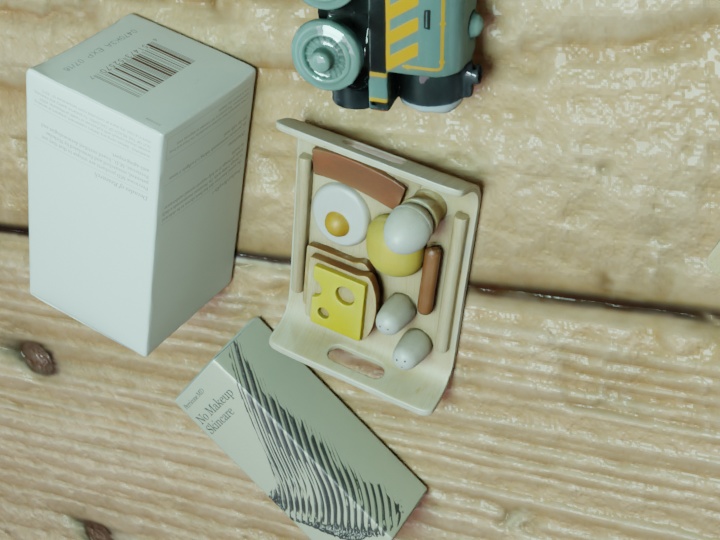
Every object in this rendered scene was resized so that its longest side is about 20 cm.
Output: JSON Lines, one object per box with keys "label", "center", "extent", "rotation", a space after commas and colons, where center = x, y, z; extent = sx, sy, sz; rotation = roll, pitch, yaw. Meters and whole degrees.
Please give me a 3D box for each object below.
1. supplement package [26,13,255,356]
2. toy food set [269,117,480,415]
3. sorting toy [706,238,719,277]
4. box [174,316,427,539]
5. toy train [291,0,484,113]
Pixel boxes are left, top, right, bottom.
{"label": "supplement package", "center": [-0.162, -0.061, 0.896], "extent": [0.117, 0.117, 0.201], "rotation": [25, 130, 17]}
{"label": "toy food set", "center": [0.000, 0.000, 0.867], "extent": [0.143, 0.060, 0.201], "rotation": [22, 129, 20]}
{"label": "sorting toy", "center": [0.317, -0.024, 0.625], "extent": [0.198, 0.070, 0.200], "rotation": [36, 140, 8]}
{"label": "box", "center": [-0.048, 0.141, 0.989], "extent": [0.200, 0.068, 0.082], "rotation": [44, 133, 0]}
{"label": "toy train", "center": [0.020, -0.183, 0.720], "extent": [0.113, 0.085, 0.201], "rotation": [10, 126, 16]}
